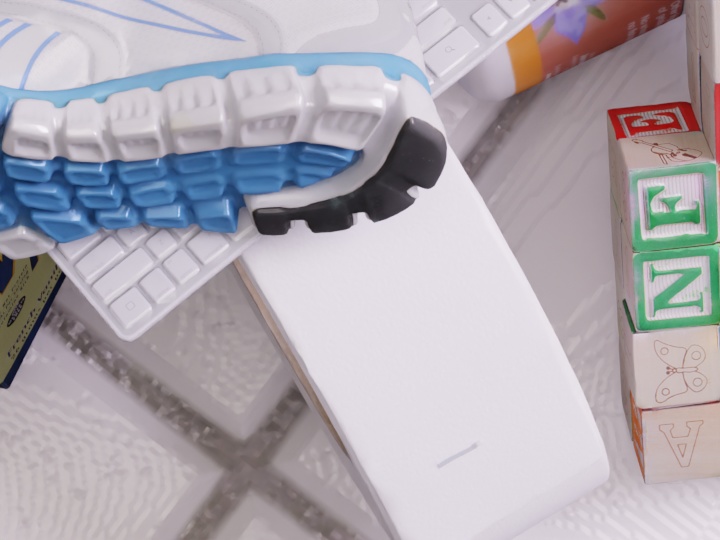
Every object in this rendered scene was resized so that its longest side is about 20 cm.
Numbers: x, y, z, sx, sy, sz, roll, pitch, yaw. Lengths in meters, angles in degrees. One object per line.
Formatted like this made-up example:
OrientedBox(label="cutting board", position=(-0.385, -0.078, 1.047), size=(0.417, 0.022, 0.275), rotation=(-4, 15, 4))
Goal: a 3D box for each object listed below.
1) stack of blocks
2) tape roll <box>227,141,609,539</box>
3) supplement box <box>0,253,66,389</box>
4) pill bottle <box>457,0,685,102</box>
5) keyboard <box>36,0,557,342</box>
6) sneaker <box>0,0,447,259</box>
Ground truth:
OrientedBox(label="stack of blocks", position=(0.141, -0.035, 0.865), size=(0.114, 0.059, 0.201), rotation=(-5, 115, 0))
OrientedBox(label="tape roll", position=(0.000, 0.000, 0.843), size=(0.071, 0.202, 0.203), rotation=(-30, 82, -4))
OrientedBox(label="supplement box", position=(-0.186, -0.073, 0.858), size=(0.199, 0.200, 0.135), rotation=(26, 83, 5))
OrientedBox(label="pill bottle", position=(0.106, -0.148, 0.908), size=(0.199, 0.112, 0.113), rotation=(-26, 81, -3))
OrientedBox(label="keyboard", position=(-0.005, -0.060, 0.754), size=(0.200, 0.011, 0.056), rotation=(-39, 59, -9))
OrientedBox(label="sneaker", position=(-0.077, -0.056, 0.729), size=(0.198, 0.075, 0.087), rotation=(-1, 57, 0))
